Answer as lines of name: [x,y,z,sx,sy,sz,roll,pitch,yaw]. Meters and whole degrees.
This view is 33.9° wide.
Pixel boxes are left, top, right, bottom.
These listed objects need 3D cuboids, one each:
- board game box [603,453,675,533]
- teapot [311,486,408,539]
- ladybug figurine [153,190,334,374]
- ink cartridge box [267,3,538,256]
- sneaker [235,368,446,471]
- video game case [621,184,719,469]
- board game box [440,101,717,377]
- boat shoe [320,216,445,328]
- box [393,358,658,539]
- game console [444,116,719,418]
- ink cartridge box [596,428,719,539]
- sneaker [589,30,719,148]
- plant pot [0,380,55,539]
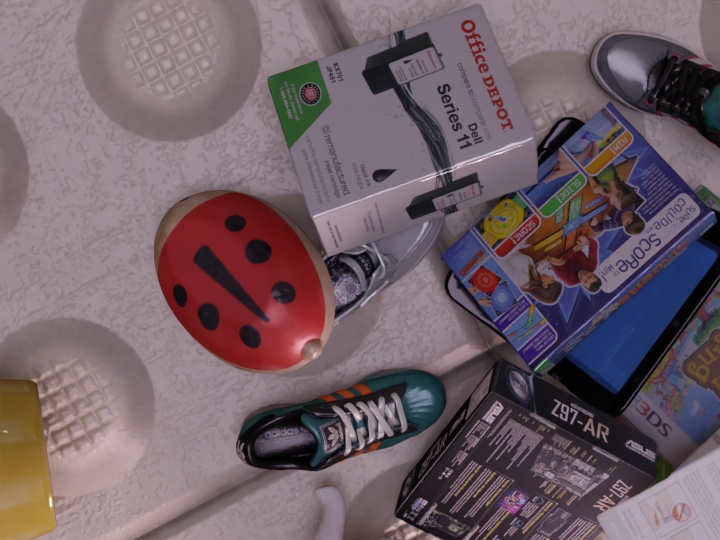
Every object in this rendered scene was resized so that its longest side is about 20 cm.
board game box: [0.283,0.211,1.051,0.199,0.030,0.097,20,99,40]
teapot: [0.041,0.313,1.056,0.146,0.196,0.201,-50,131,-32]
ladybug figurine: [-0.106,0.006,1.013,0.199,0.072,0.136,38,94,24]
ink cartridge box: [0.037,-0.120,1.006,0.198,0.083,0.148,-20,66,0]
sneaker: [-0.015,0.143,1.064,0.197,0.080,0.072,-16,97,0]
video game case: [0.299,0.056,1.037,0.200,0.022,0.182,-49,60,9]
board game box: [0.184,-0.026,1.014,0.200,0.034,0.136,-42,67,9]
boat shoe: [-0.001,0.000,1.052,0.200,0.072,0.070,-41,97,3]
box: [0.141,0.185,1.040,0.159,0.044,0.201,27,131,-4]
game console: [0.199,-0.008,1.034,0.175,0.116,0.201,36,92,-6]
ink cartridge box: [0.315,0.214,0.963,0.198,0.047,0.161,-31,92,8]
sneaker: [0.298,-0.149,1.020,0.198,0.121,0.085,24,96,-4]
plant pot: [-0.362,0.172,1.002,0.186,0.201,0.204,-9,98,-16]
